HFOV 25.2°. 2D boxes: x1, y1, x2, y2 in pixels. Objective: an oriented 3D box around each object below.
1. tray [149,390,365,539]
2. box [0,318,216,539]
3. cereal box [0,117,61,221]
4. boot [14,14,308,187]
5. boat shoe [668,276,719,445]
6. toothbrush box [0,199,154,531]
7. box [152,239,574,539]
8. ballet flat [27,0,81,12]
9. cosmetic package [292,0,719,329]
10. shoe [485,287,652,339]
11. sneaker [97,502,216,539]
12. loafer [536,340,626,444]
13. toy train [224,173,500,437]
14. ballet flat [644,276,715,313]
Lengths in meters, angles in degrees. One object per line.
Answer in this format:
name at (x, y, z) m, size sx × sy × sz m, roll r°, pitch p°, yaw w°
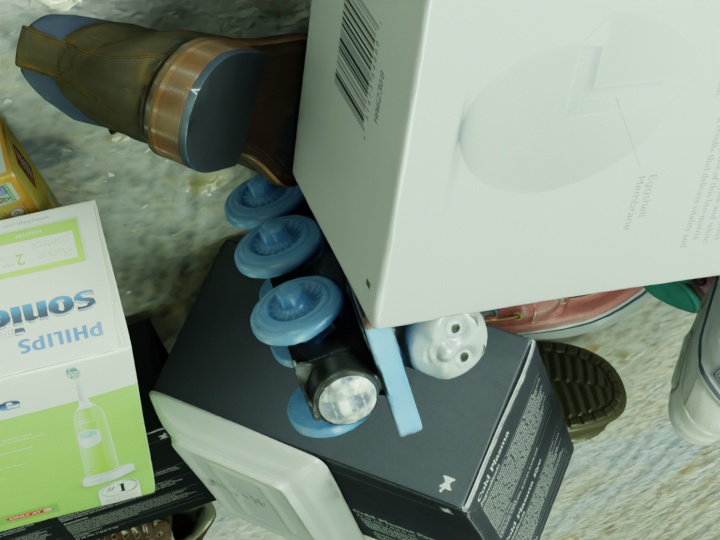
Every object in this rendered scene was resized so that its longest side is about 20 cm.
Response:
tray at (-0.059, 0.126, 0.943) m, size 0.107 × 0.022 × 0.200 m, roll 22°, pitch 162°, yaw 15°
box at (-0.203, 0.118, 1.011) m, size 0.198 × 0.079 × 0.141 m, roll -17°, pitch 155°, yaw -2°
cereal box at (-0.247, 0.003, 0.816) m, size 0.198 × 0.040 × 0.144 m, roll -19°, pitch 153°, yaw 1°
boot at (-0.074, -0.088, 0.750) m, size 0.075 × 0.096 × 0.200 m, roll -71°, pitch 163°, yaw 7°
boat shoe at (0.214, 0.027, 0.888) m, size 0.070 × 0.071 × 0.200 m, roll -50°, pitch -177°, yaw 40°
toothbrush box at (-0.188, 0.061, 0.824) m, size 0.144 × 0.087 × 0.200 m, roll -13°, pitch 156°, yaw -9°
box at (0.009, 0.089, 0.952) m, size 0.199 × 0.105 × 0.182 m, roll 18°, pitch 162°, yaw 21°
ballet flat at (-0.077, -0.168, 0.587) m, size 0.071 × 0.072 × 0.200 m, roll 5°, pitch 143°, yaw -38°
cosmetic package at (0.088, -0.100, 0.695) m, size 0.198 × 0.123 × 0.201 m, roll -7°, pitch 131°, yaw -19°
shoe at (0.097, -0.001, 0.984) m, size 0.198 × 0.072 × 0.091 m, roll -13°, pitch 158°, yaw -2°
sneaker at (-0.179, 0.177, 1.152) m, size 0.075 × 0.071 × 0.200 m, roll -38°, pitch 157°, yaw 15°
loafer at (0.093, 0.103, 1.175) m, size 0.198 × 0.077 × 0.068 m, roll -6°, pitch 152°, yaw -3°
toy train at (0.000, 0.000, 0.806) m, size 0.113 × 0.200 × 0.087 m, roll -20°, pitch 123°, yaw 0°
ballet flat at (0.174, -0.023, 0.908) m, size 0.072 × 0.069 × 0.200 m, roll -68°, pitch 158°, yaw 0°
